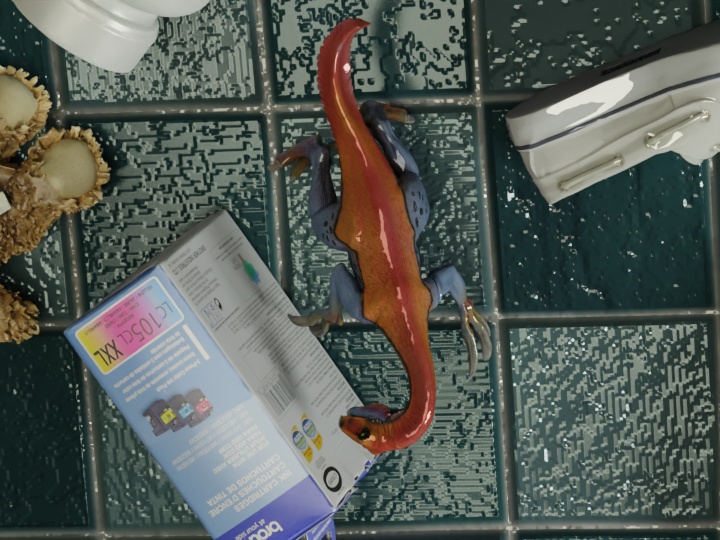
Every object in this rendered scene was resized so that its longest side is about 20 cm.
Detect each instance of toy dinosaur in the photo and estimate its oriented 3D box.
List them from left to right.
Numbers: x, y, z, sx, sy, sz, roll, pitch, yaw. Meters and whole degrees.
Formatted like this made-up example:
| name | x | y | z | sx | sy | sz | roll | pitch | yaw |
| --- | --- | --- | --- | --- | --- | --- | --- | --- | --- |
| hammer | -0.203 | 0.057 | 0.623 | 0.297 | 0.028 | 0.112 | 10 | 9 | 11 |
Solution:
| name | x | y | z | sx | sy | sz | roll | pitch | yaw |
| --- | --- | --- | --- | --- | --- | --- | --- | --- | --- |
| toy dinosaur | 0.000 | 0.000 | 1.647 | 0.104 | 0.200 | 0.182 | -19 | 54 | 6 |

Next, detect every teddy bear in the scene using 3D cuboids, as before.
| name | x | y | z | sx | sy | sz | roll | pitch | yaw |
| --- | --- | --- | --- | --- | --- | --- | --- | --- | --- |
| teddy bear | -0.235 | -0.026 | 1.746 | 0.144 | 0.067 | 0.201 | 28 | 101 | -5 |

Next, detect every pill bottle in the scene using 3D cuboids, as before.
| name | x | y | z | sx | sy | sz | roll | pitch | yaw |
| --- | --- | --- | --- | --- | --- | --- | --- | --- | --- |
| pill bottle | -0.105 | -0.211 | 1.641 | 0.112 | 0.112 | 0.200 | 37 | 108 | 2 |

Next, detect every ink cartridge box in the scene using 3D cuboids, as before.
| name | x | y | z | sx | sy | sz | roll | pitch | yaw |
| --- | --- | --- | --- | --- | --- | --- | --- | --- | --- |
| ink cartridge box | -0.063 | 0.079 | 1.688 | 0.076 | 0.136 | 0.200 | -36 | 93 | 19 |

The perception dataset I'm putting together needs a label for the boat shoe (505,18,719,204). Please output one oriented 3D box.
| name | x | y | z | sx | sy | sz | roll | pitch | yaw |
| --- | --- | --- | --- | --- | --- | --- | --- | --- | --- |
| boat shoe | 0.177 | -0.089 | 1.631 | 0.199 | 0.072 | 0.066 | -21 | 102 | 17 |
